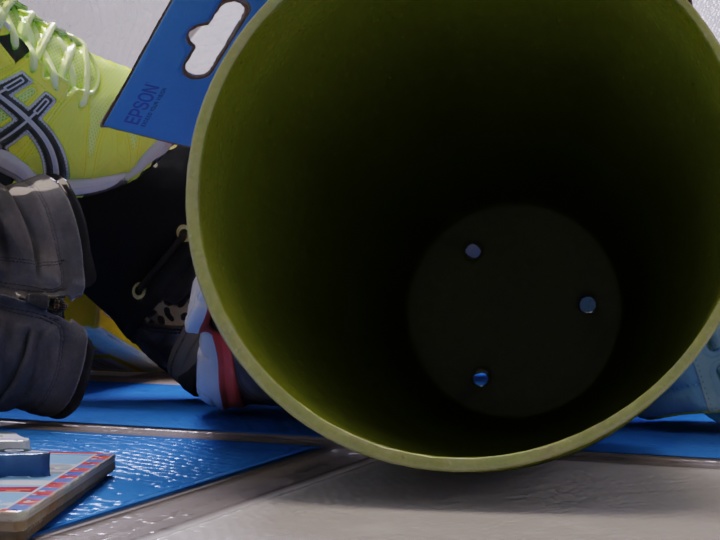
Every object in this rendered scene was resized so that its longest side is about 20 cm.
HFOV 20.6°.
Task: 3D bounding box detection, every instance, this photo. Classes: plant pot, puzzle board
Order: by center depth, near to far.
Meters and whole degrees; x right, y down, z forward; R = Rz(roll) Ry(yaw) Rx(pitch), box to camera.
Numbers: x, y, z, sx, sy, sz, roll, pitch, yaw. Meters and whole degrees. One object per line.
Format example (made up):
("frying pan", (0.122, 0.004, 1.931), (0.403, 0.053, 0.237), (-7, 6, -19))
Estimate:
("puzzle board", (-0.187, 0.063, 0.622), (0.198, 0.018, 0.151), (1, 2, 2))
("plant pot", (0.047, -0.005, 0.734), (0.185, 0.189, 0.200), (1, -14, 9))

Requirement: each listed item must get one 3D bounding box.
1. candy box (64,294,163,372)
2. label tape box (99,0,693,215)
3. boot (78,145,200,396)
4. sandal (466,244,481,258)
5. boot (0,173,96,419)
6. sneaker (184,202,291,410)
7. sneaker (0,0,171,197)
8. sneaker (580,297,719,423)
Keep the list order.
("candy box", (-0.207, 0.031, 1.071), (0.198, 0.027, 0.102), (2, -17, 19))
("label tape box", (0.013, -0.095, 0.797), (0.198, 0.064, 0.144), (15, -36, -20))
("boot", (-0.084, -0.059, 0.968), (0.150, 0.201, 0.073), (30, 6, 18))
("sandal", (-0.006, 0.004, 0.949), (0.079, 0.059, 0.206), (-34, 1, -33))
("boot", (-0.177, -0.034, 0.820), (0.131, 0.202, 0.069), (-6, 7, -43))
("sneaker", (-0.026, 0.009, 0.831), (0.081, 0.078, 0.200), (12, -19, 3))
("sneaker", (-0.163, -0.090, 0.867), (0.199, 0.076, 0.076), (14, -42, -31))
("sneaker", (0.171, -0.011, 0.848), (0.079, 0.131, 0.200), (-13, -25, -51))
